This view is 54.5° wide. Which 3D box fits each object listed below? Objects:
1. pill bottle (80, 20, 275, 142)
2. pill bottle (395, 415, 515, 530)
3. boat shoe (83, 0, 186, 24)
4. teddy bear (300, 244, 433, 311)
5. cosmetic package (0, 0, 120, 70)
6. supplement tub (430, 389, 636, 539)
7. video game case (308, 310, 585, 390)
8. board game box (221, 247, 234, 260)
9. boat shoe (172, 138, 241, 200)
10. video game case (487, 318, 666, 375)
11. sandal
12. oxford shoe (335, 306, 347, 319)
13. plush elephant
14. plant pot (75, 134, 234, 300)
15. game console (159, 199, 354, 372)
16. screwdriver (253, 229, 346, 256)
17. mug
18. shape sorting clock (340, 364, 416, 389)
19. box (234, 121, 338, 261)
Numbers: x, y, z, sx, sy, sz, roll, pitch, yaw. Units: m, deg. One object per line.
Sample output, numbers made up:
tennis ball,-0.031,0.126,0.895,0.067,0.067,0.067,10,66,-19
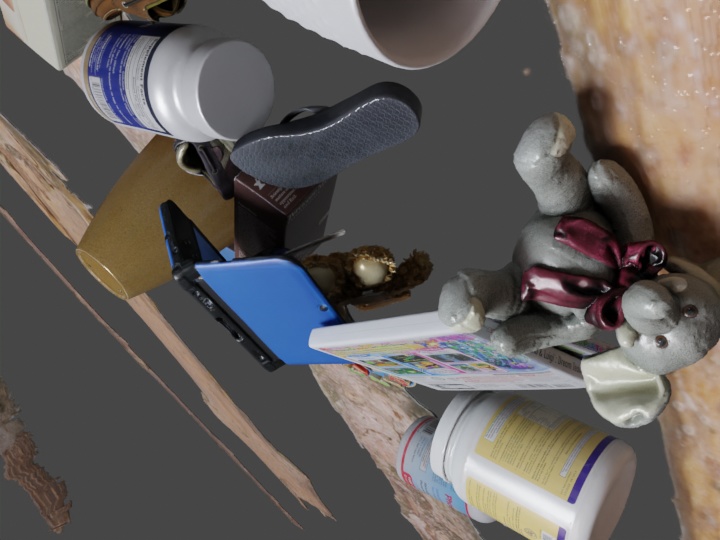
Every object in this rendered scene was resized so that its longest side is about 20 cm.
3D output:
pill bottle,-0.189,-0.194,0.720,0.200,0.116,0.116,19,147,38
pill bottle,0.157,0.294,1.012,0.200,0.109,0.109,17,145,41
boat shoe,-0.208,-0.271,0.677,0.200,0.072,0.068,0,131,54
teddy bear,0.000,0.000,0.762,0.145,0.200,0.067,-19,78,27
cosmetic package,-0.317,-0.318,0.721,0.087,0.103,0.200,40,153,1
supplement tub,0.197,0.228,0.814,0.200,0.145,0.145,22,148,35
video game case,0.081,0.079,0.648,0.182,0.024,0.200,24,158,-34
board game box,-0.154,0.025,1.107,0.200,0.039,0.158,48,159,-3
boat shoe,-0.190,-0.145,0.829,0.200,0.065,0.072,39,157,34
video game case,0.163,0.075,0.662,0.200,0.018,0.143,20,163,-24
sandal,-0.032,-0.126,0.650,0.200,0.043,0.076,-12,143,29
oxford shoe,-0.058,0.044,0.916,0.075,0.070,0.200,27,-174,-7
plush elephant,0.182,0.016,0.498,0.200,0.165,0.155,26,-174,-45
plant pot,-0.278,-0.060,0.956,0.186,0.200,0.186,31,152,19
game console,-0.098,0.013,0.729,0.200,0.118,0.171,58,-176,-48
screwdriver,-0.069,-0.024,0.709,0.200,0.028,0.029,-25,89,56
mug,-0.001,-0.211,0.432,0.175,0.148,0.200,34,-175,33
shape sorting clock,-0.012,0.120,0.991,0.200,0.039,0.200,20,161,7
box,-0.088,-0.065,0.803,0.075,0.100,0.200,35,154,9
